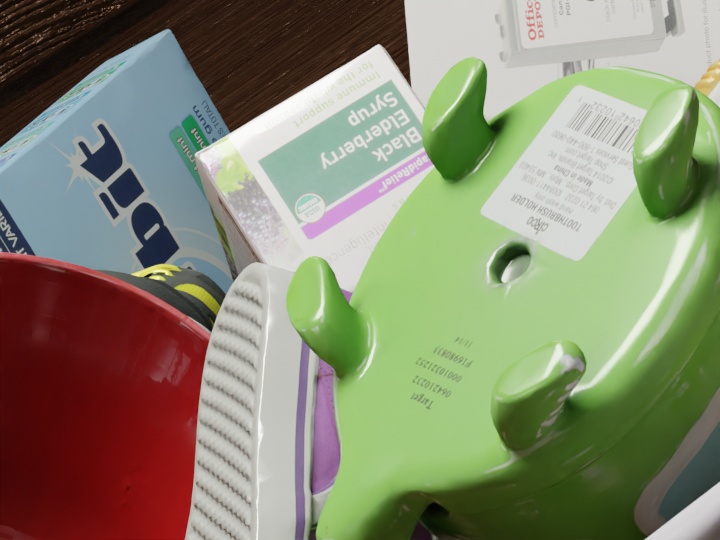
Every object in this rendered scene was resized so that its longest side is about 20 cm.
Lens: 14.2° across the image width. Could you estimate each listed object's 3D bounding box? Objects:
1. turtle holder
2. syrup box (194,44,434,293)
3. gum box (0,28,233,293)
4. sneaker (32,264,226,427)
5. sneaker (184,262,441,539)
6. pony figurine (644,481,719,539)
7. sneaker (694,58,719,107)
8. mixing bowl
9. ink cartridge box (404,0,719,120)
[{"bbox_3d":[0.066,0.038,0.856,0.140,0.132,0.186,-11,51,38],"label":"turtle holder"},{"bbox_3d":[0.000,0.000,1.084,0.079,0.082,0.200,-32,-18,-7],"label":"syrup box"},{"bbox_3d":[-0.097,0.012,1.246,0.044,0.170,0.200,-23,15,31],"label":"gum box"},{"bbox_3d":[-0.084,0.034,1.124,0.074,0.085,0.200,-29,-25,5],"label":"sneaker"},{"bbox_3d":[0.002,0.097,0.915,0.073,0.114,0.201,-40,34,50],"label":"sneaker"},{"bbox_3d":[0.144,0.027,0.718,0.200,0.167,0.193,-46,5,-38],"label":"pony figurine"},{"bbox_3d":[0.126,-0.003,1.025,0.200,0.088,0.076,-51,-12,8],"label":"sneaker"},{"bbox_3d":[-0.123,0.105,0.980,0.200,0.200,0.109,-40,-19,-37],"label":"mixing bowl"},{"bbox_3d":[0.137,-0.105,1.169,0.199,0.083,0.146,-3,2,38],"label":"ink cartridge box"}]
